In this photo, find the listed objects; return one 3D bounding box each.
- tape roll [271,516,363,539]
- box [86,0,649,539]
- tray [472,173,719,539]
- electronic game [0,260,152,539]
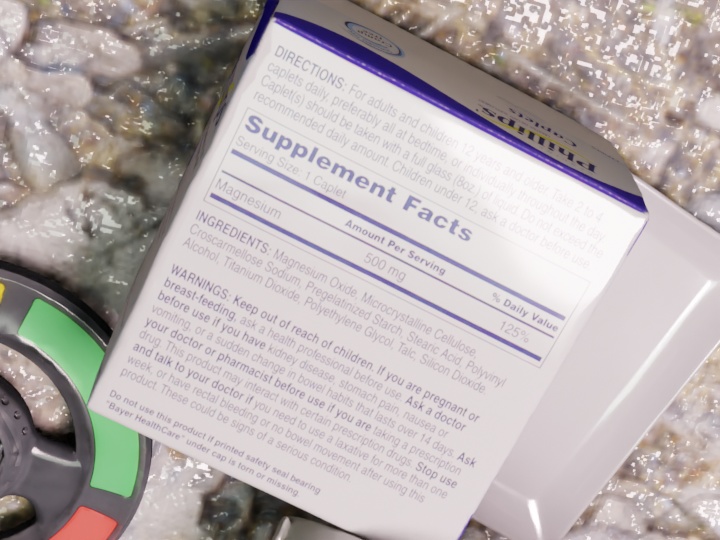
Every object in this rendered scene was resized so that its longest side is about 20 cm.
[{"bbox_3d":[0.035,0.196,0.755,0.201,0.202,0.071,31,76,-17],"label":"tape roll"},{"bbox_3d":[0.000,0.000,0.705,0.182,0.105,0.202,26,110,-9],"label":"box"},{"bbox_3d":[0.111,0.049,0.794,0.107,0.022,0.201,30,109,-16],"label":"tray"},{"bbox_3d":[-0.203,0.085,0.770,0.197,0.042,0.203,-2,114,-5],"label":"electronic game"}]
